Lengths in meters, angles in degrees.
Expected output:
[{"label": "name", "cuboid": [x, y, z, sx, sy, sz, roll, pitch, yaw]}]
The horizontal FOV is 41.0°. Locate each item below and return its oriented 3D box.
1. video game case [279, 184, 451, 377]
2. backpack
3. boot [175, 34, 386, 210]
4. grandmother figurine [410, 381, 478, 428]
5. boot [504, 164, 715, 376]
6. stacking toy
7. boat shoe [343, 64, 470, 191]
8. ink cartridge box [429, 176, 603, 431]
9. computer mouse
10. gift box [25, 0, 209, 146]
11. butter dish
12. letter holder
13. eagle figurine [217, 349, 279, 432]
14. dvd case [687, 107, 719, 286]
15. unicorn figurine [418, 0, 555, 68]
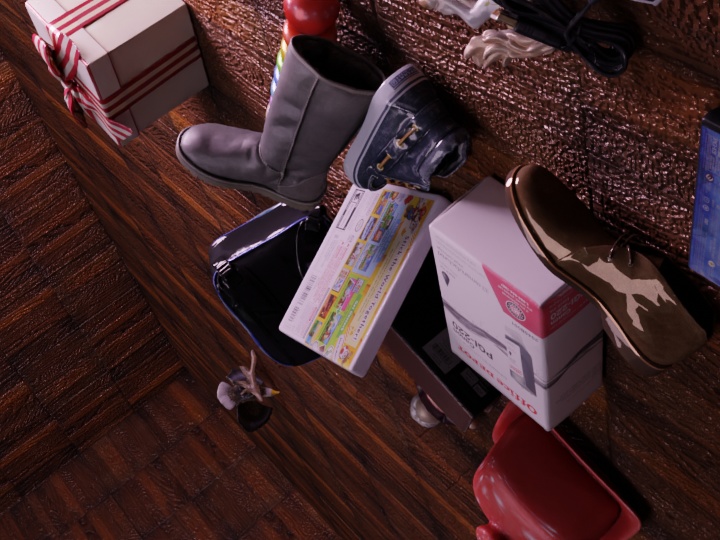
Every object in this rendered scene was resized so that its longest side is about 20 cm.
[{"label": "video game case", "cuboid": [0.000, 0.000, 1.045, 0.023, 0.201, 0.182, 30, 175, -30]}, {"label": "backpack", "cuboid": [-0.091, 0.011, 1.317, 0.201, 0.182, 0.147, 58, -176, -28]}, {"label": "boot", "cuboid": [-0.085, -0.150, 0.945, 0.180, 0.073, 0.200, 14, 152, -9]}, {"label": "grandmother figurine", "cuboid": [0.108, 0.171, 1.304, 0.122, 0.060, 0.200, 58, 161, 13]}, {"label": "boot", "cuboid": [0.196, -0.014, 0.748, 0.200, 0.074, 0.075, 49, 143, 1]}, {"label": "stacking toy", "cuboid": [-0.051, -0.214, 0.969, 0.085, 0.085, 0.201, 46, 154, 20]}, {"label": "boat shoe", "cuboid": [0.042, -0.106, 0.924, 0.091, 0.071, 0.200, 51, 161, 10]}, {"label": "ink cartridge box", "cuboid": [0.149, 0.035, 0.902, 0.145, 0.085, 0.201, 40, 160, 36]}, {"label": "computer mouse", "cuboid": [0.152, -0.181, 0.532, 0.109, 0.044, 0.200, 23, 158, -12]}, {"label": "gift box", "cuboid": [-0.331, -0.298, 1.316, 0.200, 0.186, 0.185, 43, 160, 31]}, {"label": "butter dish", "cuboid": [0.197, 0.275, 1.124, 0.200, 0.147, 0.200, 47, 161, 18]}, {"label": "letter holder", "cuboid": [0.089, 0.083, 1.117, 0.200, 0.100, 0.142, 48, 163, 16]}, {"label": "eagle figurine", "cuboid": [-0.278, 0.311, 2.423, 0.150, 0.153, 0.200, 32, 156, -1]}, {"label": "dvd case", "cuboid": [0.289, -0.002, 0.587, 0.200, 0.017, 0.143, 40, 158, 37]}, {"label": "unicorn figurine", "cuboid": [0.085, -0.223, 0.624, 0.137, 0.074, 0.200, 17, 155, 47]}]
